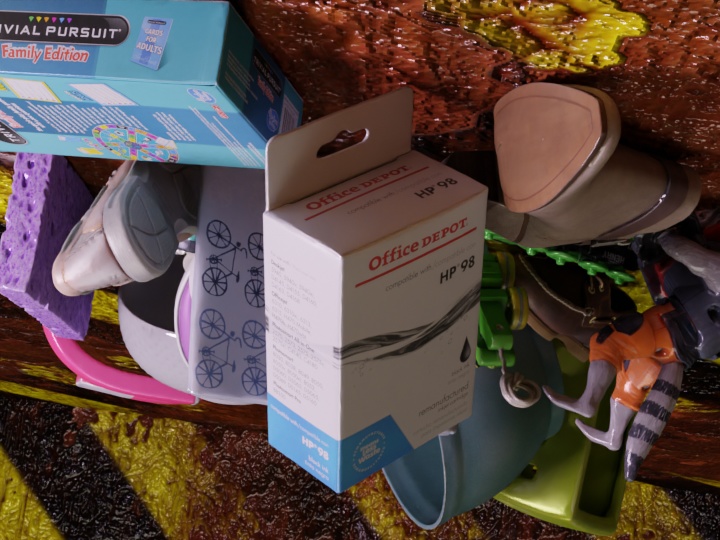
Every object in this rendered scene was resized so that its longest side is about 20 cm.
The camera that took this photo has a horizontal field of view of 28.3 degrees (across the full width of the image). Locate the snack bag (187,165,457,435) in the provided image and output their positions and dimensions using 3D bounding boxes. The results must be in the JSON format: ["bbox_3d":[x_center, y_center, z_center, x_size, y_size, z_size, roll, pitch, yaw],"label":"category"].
[{"bbox_3d":[-0.018,0.011,0.930,0.198,0.191,0.021,14,151,-25],"label":"snack bag"}]

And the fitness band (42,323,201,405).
[{"bbox_3d":[-0.188,0.042,1.269,0.198,0.145,0.037,14,165,-26],"label":"fitness band"}]

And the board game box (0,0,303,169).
[{"bbox_3d":[-0.147,-0.105,0.802,0.197,0.048,0.151,5,168,13],"label":"board game box"}]

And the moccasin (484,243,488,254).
[{"bbox_3d":[0.000,0.000,1.101,0.198,0.081,0.068,12,156,-11],"label":"moccasin"}]

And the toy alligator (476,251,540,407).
[{"bbox_3d":[0.087,0.041,1.008,0.059,0.201,0.055,1,130,-12],"label":"toy alligator"}]

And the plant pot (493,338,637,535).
[{"bbox_3d":[0.158,0.131,1.355,0.179,0.202,0.199,9,170,23],"label":"plant pot"}]

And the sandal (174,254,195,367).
[{"bbox_3d":[-0.091,0.012,1.034,0.082,0.050,0.204,19,123,-1],"label":"sandal"}]

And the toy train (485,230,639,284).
[{"bbox_3d":[0.120,-0.030,0.999,0.198,0.042,0.056,17,175,-35],"label":"toy train"}]

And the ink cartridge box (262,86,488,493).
[{"bbox_3d":[0.008,0.011,0.810,0.115,0.202,0.066,-25,-140,-35],"label":"ink cartridge box"}]

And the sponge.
[{"bbox_3d":[-0.237,-0.019,1.104,0.029,0.113,0.200,6,167,2],"label":"sponge"}]

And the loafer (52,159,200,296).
[{"bbox_3d":[-0.144,-0.036,0.902,0.062,0.072,0.200,-24,-167,12],"label":"loafer"}]

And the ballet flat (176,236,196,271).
[{"bbox_3d":[-0.116,-0.016,1.143,0.072,0.074,0.200,6,168,7],"label":"ballet flat"}]

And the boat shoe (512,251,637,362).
[{"bbox_3d":[0.168,0.018,1.145,0.070,0.071,0.200,-36,156,14],"label":"boat shoe"}]

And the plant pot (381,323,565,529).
[{"bbox_3d":[0.088,0.098,1.193,0.133,0.203,0.200,-15,174,-17],"label":"plant pot"}]

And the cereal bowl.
[{"bbox_3d":[-0.105,0.054,1.200,0.197,0.084,0.200,5,-158,-2],"label":"cereal bowl"}]

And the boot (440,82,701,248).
[{"bbox_3d":[0.138,-0.056,0.829,0.145,0.071,0.200,7,171,-25],"label":"boot"}]

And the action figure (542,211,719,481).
[{"bbox_3d":[0.229,0.052,0.981,0.105,0.193,0.200,49,-176,41],"label":"action figure"}]
